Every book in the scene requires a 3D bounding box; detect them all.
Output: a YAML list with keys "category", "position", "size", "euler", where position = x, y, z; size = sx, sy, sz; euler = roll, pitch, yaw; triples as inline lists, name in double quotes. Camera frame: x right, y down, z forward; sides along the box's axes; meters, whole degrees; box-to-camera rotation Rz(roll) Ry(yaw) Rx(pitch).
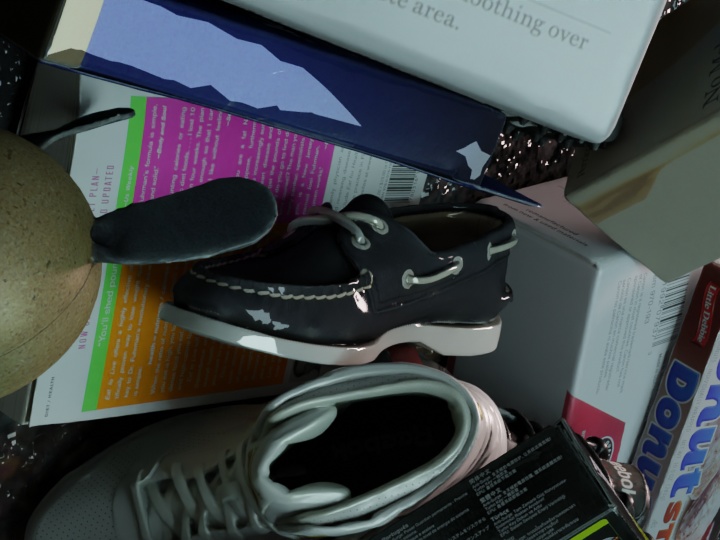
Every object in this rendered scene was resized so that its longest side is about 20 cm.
- category: "book"
  position: [-0.053, -0.015, 0.719]
  size: [0.200, 0.048, 0.134]
  euler: [-1, 112, -48]

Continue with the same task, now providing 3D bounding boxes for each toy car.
- category: "toy car"
  position: [-0.128, 0.018, 0.557]
  size: [0.200, 0.164, 0.158]
  euler: [-37, 135, -22]

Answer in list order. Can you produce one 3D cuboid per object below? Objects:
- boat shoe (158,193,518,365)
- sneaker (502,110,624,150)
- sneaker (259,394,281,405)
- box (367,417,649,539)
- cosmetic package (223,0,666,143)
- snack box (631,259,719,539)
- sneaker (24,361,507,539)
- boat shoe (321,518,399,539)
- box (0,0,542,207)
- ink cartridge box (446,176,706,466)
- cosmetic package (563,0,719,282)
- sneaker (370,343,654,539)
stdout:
- category: "boat shoe"
  position: [0.000, 0.000, 0.701]
  size: [0.200, 0.074, 0.060]
  euler: [1, 107, -52]
- category: "sneaker"
  position: [0.045, -0.115, 0.729]
  size: [0.200, 0.066, 0.091]
  euler: [25, 82, -36]
- category: "sneaker"
  position: [-0.048, 0.146, 0.767]
  size: [0.074, 0.087, 0.200]
  euler: [18, 107, -53]
- category: "box"
  position: [0.027, 0.155, 0.702]
  size: [0.200, 0.048, 0.193]
  euler: [-33, 147, 5]
- category: "cosmetic package"
  position: [0.019, -0.169, 0.564]
  size: [0.167, 0.166, 0.200]
  euler: [20, 98, -16]
- category: "snack box"
  position: [0.166, 0.087, 0.893]
  size: [0.072, 0.024, 0.200]
  euler: [-3, 116, -45]
- category: "sneaker"
  position: [-0.046, 0.077, 0.678]
  size: [0.200, 0.074, 0.116]
  euler: [-18, 168, 4]
- category: "boat shoe"
  position: [0.022, 0.146, 0.897]
  size: [0.200, 0.073, 0.063]
  euler: [-17, 167, -46]
- category: "box"
  position: [-0.038, -0.072, 0.610]
  size: [0.200, 0.121, 0.032]
  euler: [15, 101, -36]
- category: "ink cartridge box"
  position: [0.142, 0.025, 0.915]
  size: [0.200, 0.083, 0.145]
  euler: [-16, 123, -41]
- category: "cosmetic package"
  position: [0.187, -0.083, 0.764]
  size: [0.071, 0.200, 0.105]
  euler: [38, 48, -21]
- category: "sneaker"
  position: [0.070, 0.095, 0.799]
  size: [0.098, 0.071, 0.200]
  euler: [-31, 119, 11]
